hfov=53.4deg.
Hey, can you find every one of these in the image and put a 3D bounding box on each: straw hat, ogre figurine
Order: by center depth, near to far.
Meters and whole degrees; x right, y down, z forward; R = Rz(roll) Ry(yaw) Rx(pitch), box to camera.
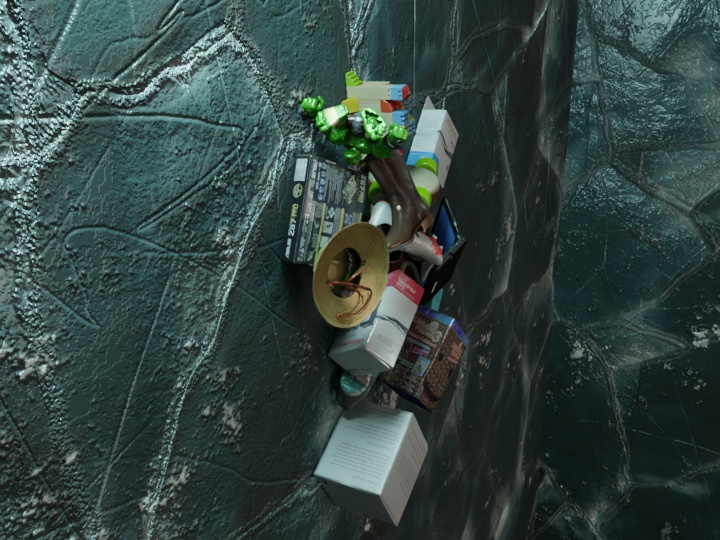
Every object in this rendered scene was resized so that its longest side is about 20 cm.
[{"bbox_3d":[-0.041,-0.001,1.306,0.200,0.085,0.202,-20,121,-38],"label":"straw hat"},{"bbox_3d":[-0.005,-0.256,1.325,0.120,0.199,0.099,60,32,-71],"label":"ogre figurine"}]

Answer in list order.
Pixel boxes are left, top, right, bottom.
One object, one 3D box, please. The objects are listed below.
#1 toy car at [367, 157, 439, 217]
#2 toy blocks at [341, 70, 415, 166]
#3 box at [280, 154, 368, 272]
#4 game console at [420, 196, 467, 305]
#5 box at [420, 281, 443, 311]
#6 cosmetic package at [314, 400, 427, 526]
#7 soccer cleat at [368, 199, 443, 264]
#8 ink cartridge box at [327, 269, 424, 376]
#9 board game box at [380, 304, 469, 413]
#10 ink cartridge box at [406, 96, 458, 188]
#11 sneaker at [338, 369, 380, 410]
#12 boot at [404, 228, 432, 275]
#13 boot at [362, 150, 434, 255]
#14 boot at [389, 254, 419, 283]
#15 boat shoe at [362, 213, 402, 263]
[{"bbox_3d":[0.085,-0.134,1.587,0.165,0.157,0.201,-72,172,-52],"label":"toy car"},{"bbox_3d":[0.048,-0.304,1.461,0.100,0.136,0.201,-41,133,-51],"label":"toy blocks"},{"bbox_3d":[-0.065,-0.104,1.358,0.161,0.049,0.201,9,89,-44],"label":"box"},{"bbox_3d":[0.168,-0.039,1.667,0.176,0.116,0.200,-44,164,-22],"label":"game console"},{"bbox_3d":[0.145,0.129,1.830,0.049,0.082,0.201,36,66,-58],"label":"box"},{"bbox_3d":[0.029,0.424,1.602,0.201,0.167,0.167,-62,147,-31],"label":"cosmetic package"},{"bbox_3d":[0.093,-0.064,1.482,0.200,0.068,0.085,44,62,-26],"label":"soccer cleat"},{"bbox_3d":[0.033,0.113,1.527,0.084,0.145,0.201,38,59,-22],"label":"ink cartridge box"},{"bbox_3d":[0.155,0.209,1.684,0.201,0.097,0.159,-61,150,-11],"label":"board game box"},{"bbox_3d":[0.187,-0.322,1.794,0.116,0.068,0.201,44,59,-58],"label":"ink cartridge box"},{"bbox_3d":[0.001,0.243,1.621,0.200,0.077,0.092,-38,151,-54],"label":"sneaker"},{"bbox_3d":[0.136,-0.042,1.707,0.201,0.072,0.167,-100,178,-49],"label":"boot"},{"bbox_3d":[0.048,-0.146,1.387,0.186,0.064,0.201,-40,107,-46],"label":"boot"},{"bbox_3d":[0.094,0.049,1.669,0.075,0.107,0.201,-29,125,-27],"label":"boot"},{"bbox_3d":[0.010,-0.076,1.482,0.201,0.063,0.074,30,87,-39],"label":"boat shoe"}]
